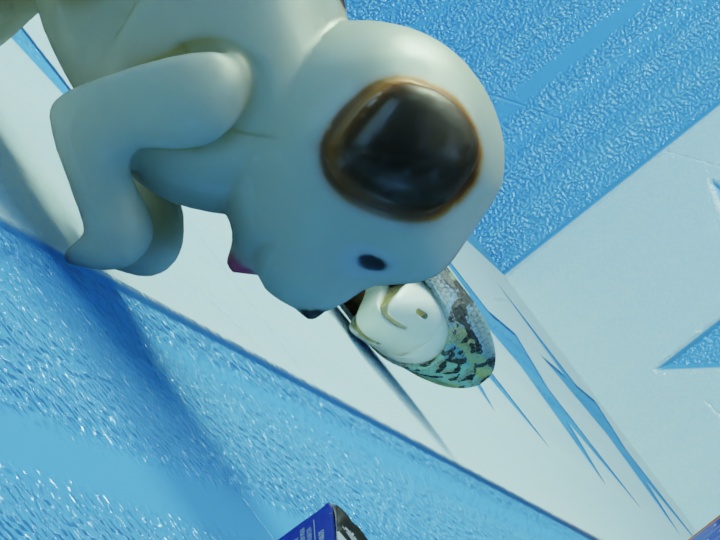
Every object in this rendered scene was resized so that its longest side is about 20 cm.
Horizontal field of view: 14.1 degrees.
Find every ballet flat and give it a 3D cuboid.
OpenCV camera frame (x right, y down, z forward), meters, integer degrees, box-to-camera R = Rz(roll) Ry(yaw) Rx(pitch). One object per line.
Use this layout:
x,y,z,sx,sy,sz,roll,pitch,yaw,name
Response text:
0.000,0.000,1.632,0.200,0.074,0.074,49,5,-12,ballet flat

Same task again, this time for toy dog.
-0.037,-0.074,1.011,0.200,0.194,0.140,46,-9,10,toy dog

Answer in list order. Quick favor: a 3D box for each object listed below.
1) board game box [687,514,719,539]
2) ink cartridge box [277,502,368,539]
0.332,0.252,2.066,0.200,0.200,0.200,52,4,2,board game box
0.038,0.163,0.792,0.200,0.044,0.094,52,6,-10,ink cartridge box
